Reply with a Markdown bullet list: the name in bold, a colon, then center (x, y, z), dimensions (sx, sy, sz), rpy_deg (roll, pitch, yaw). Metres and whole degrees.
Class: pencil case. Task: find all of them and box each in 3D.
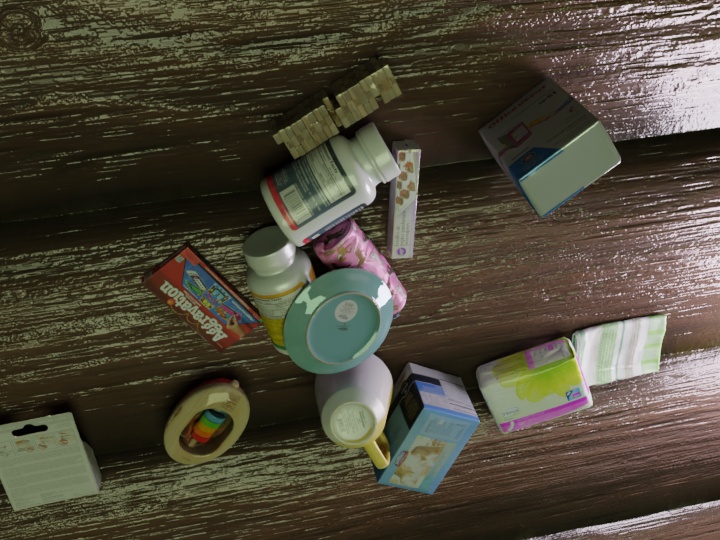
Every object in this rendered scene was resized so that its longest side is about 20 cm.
- **pencil case**: center (0.000, 0.000, 1.384), dimensions (0.082, 0.087, 0.201), rpy_deg (-21, 126, 23)

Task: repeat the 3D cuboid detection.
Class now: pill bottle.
- **pill bottle**: center (-0.043, -0.137, 1.262), dimensions (0.198, 0.120, 0.120), rpy_deg (-30, 124, 6)
- **pill bottle**: center (-0.124, 0.032, 1.355), dimensions (0.111, 0.113, 0.202), rpy_deg (-19, 126, -1)

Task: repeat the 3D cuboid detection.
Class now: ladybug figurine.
- **ladybug figurine**: center (-0.279, 0.266, 1.491), dimensions (0.135, 0.072, 0.200), rpy_deg (32, 111, -29)

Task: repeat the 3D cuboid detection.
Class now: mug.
- **mug**: center (0.003, 0.248, 1.470), dimensions (0.185, 0.153, 0.151), rpy_deg (30, 104, -8)

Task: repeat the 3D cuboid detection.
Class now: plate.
- **plate**: center (-0.031, 0.091, 1.348), dimensions (0.197, 0.026, 0.203), rpy_deg (-12, 122, -20)

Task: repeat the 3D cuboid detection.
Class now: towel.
- **towel**: center (0.519, 0.167, 1.654), dimensions (0.197, 0.031, 0.151), rpy_deg (-10, 125, -8)

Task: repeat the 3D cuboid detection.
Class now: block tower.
- **block tower**: center (-0.038, -0.244, 1.234), dimensions (0.198, 0.054, 0.058), rpy_deg (-29, 124, 6)

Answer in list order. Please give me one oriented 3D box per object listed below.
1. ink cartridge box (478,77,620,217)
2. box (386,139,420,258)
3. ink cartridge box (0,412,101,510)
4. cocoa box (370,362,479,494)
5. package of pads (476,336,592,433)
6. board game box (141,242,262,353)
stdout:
- **ink cartridge box**: center (0.284, -0.194, 1.261), dimensions (0.144, 0.201, 0.085), rpy_deg (-36, 120, 10)
- **box**: center (0.070, -0.115, 1.353), dimensions (0.038, 0.042, 0.203), rpy_deg (-5, 122, -11)
- **ink cartridge box**: center (-0.572, 0.334, 1.481), dimensions (0.158, 0.050, 0.203), rpy_deg (-10, 120, -7)
- **cocoa box**: center (0.115, 0.307, 1.580), dimensions (0.132, 0.132, 0.202), rpy_deg (17, 117, -23)
- **package of pads**: center (0.339, 0.227, 1.608), dimensions (0.197, 0.069, 0.156), rpy_deg (-21, 125, 11)
- **board game box**: center (-0.264, 0.050, 1.388), dimensions (0.102, 0.020, 0.200), rpy_deg (-35, 124, 11)
